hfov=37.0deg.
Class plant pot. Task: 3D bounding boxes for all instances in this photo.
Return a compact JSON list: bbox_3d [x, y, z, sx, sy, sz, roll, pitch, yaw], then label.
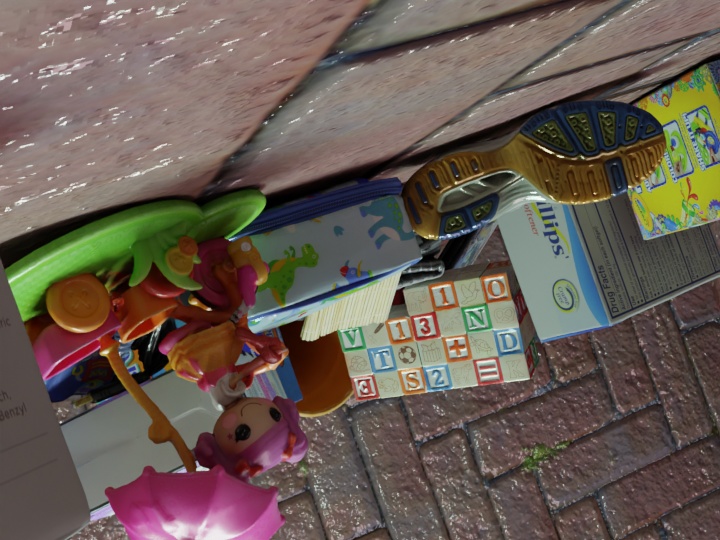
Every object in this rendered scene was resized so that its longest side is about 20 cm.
[{"bbox_3d":[-0.116,0.090,1.482,0.199,0.202,0.182,-18,-168,-39],"label":"plant pot"}]

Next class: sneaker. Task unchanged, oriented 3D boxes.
[{"bbox_3d":[0.125,-0.082,0.809,0.198,0.076,0.088,-13,-170,7],"label":"sneaker"}]

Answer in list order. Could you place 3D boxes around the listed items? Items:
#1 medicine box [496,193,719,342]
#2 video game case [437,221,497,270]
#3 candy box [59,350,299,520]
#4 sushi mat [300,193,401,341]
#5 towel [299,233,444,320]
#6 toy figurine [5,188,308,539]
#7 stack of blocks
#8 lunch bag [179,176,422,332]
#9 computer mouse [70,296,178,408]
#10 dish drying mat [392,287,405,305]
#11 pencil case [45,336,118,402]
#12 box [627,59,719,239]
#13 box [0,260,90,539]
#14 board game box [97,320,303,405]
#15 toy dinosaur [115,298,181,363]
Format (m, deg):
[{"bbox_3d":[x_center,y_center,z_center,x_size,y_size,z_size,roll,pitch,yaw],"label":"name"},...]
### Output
[{"bbox_3d":[0.248,-0.048,1.089,0.199,0.184,0.103,-18,177,-36],"label":"medicine box"},{"bbox_3d":[0.124,-0.026,1.295,0.182,0.025,0.200,-58,171,9],"label":"video game case"},{"bbox_3d":[-0.148,0.132,0.861,0.167,0.072,0.200,-26,171,2],"label":"candy box"},{"bbox_3d":[0.000,0.000,1.008,0.095,0.012,0.201,-15,147,-22],"label":"sushi mat"},{"bbox_3d":[-0.020,-0.002,1.141,0.198,0.086,0.166,-19,179,-15],"label":"towel"},{"bbox_3d":[-0.095,0.069,0.613,0.199,0.185,0.150,-24,171,-38],"label":"toy figurine"},{"bbox_3d":[0.079,0.065,1.151,0.198,0.116,0.059,-11,-169,22],"label":"stack of blocks"},{"bbox_3d":[-0.050,-0.005,0.809,0.160,0.083,0.200,-18,178,-20],"label":"lunch bag"},{"bbox_3d":[-0.207,0.049,0.727,0.199,0.046,0.141,-26,148,-34],"label":"computer mouse"},{"bbox_3d":[0.033,0.038,1.272,0.018,0.202,0.077,11,164,-28],"label":"dish drying mat"},{"bbox_3d":[-0.267,0.071,0.759,0.199,0.078,0.087,-16,149,-46],"label":"pencil case"},{"bbox_3d":[0.353,-0.124,0.933,0.198,0.123,0.193,-20,178,-14],"label":"box"},{"bbox_3d":[-0.228,0.068,0.319,0.198,0.132,0.200,-20,179,21],"label":"box"},{"bbox_3d":[-0.171,0.084,1.042,0.199,0.153,0.045,-21,177,21],"label":"board game box"},{"bbox_3d":[-0.252,0.050,0.996,0.180,0.106,0.200,-28,-146,-11],"label":"toy dinosaur"}]
